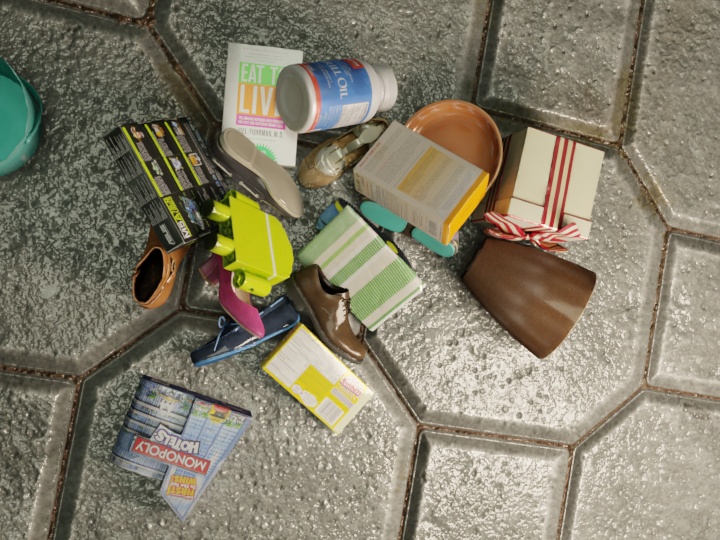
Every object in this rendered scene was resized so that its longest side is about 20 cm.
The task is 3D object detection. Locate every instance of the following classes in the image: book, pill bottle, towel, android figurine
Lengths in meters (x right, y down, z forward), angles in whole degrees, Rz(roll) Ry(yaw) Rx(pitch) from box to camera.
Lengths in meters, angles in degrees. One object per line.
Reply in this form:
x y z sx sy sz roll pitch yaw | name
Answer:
-0.175 -0.289 1.152 0.133 0.048 0.202 3 92 -12 | book
-0.036 -0.306 1.126 0.199 0.112 0.113 -20 94 -36 | pill bottle
0.000 0.000 1.158 0.200 0.023 0.152 44 120 -9 | towel
-0.181 -0.046 1.088 0.041 0.200 0.183 -25 63 26 | android figurine

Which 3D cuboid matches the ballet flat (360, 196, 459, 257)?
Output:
0.094 -0.095 1.204 0.199 0.072 0.072 28 84 -4 | ballet flat

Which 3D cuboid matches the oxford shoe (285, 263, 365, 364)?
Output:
-0.044 0.077 1.151 0.084 0.073 0.201 -33 100 16 | oxford shoe

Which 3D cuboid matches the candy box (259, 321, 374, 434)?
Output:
-0.074 0.193 1.157 0.102 0.026 0.200 -47 113 -10 | candy box

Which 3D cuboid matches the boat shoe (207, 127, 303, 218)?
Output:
-0.179 -0.158 1.127 0.200 0.062 0.073 44 39 -29 | boat shoe

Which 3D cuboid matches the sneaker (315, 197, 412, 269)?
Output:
0.007 -0.043 1.188 0.200 0.066 0.078 39 108 -16 | sneaker

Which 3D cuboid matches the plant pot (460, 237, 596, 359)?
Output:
0.292 0.031 1.202 0.199 0.187 0.188 32 83 4 | plant pot

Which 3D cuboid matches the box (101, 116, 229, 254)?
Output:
-0.292 -0.144 1.053 0.047 0.193 0.201 -25 97 26 | box

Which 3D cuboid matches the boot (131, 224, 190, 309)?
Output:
-0.326 -0.037 1.054 0.076 0.155 0.201 17 87 -7 | boot

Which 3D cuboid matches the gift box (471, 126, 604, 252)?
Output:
0.316 -0.140 1.188 0.183 0.200 0.188 14 88 -8 | gift box

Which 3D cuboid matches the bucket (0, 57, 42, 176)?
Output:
-0.598 -0.240 1.004 0.206 0.135 0.209 0 91 -13 | bucket

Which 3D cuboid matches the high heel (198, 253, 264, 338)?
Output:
-0.191 0.024 1.089 0.096 0.200 0.067 -42 140 -2 | high heel

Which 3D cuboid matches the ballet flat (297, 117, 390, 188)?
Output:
-0.027 -0.218 1.172 0.200 0.065 0.071 -38 96 -11 | ballet flat

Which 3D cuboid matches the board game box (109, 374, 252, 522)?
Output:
-0.312 0.306 1.106 0.199 0.062 0.201 21 84 -12 | board game box

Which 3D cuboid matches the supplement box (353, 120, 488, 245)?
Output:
0.103 -0.153 1.129 0.199 0.074 0.126 34 72 18 | supplement box

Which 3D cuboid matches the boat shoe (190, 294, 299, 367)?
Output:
-0.205 0.103 1.133 0.199 0.084 0.069 -24 88 -29 | boat shoe

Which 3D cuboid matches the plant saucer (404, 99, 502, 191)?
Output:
0.160 -0.208 1.191 0.199 0.037 0.202 -1 88 19 | plant saucer
